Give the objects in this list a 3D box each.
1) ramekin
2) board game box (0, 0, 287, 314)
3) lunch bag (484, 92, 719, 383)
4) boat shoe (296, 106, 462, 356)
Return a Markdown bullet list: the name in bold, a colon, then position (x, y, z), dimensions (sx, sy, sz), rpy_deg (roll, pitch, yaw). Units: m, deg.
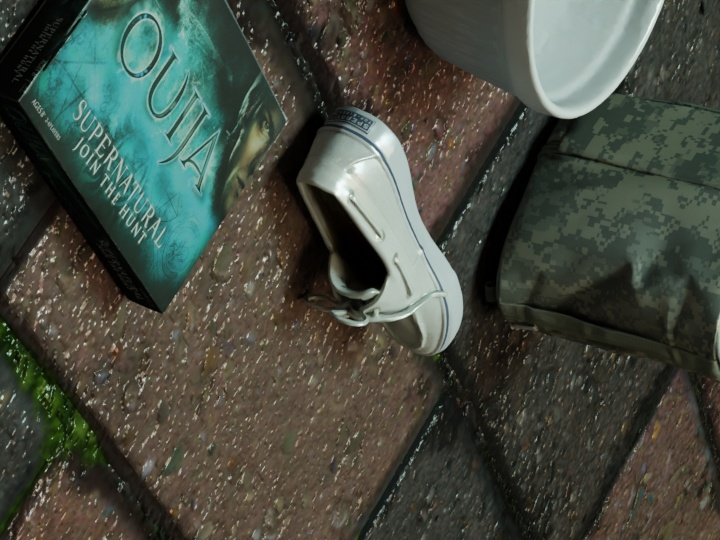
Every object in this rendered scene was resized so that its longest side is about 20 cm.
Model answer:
- **ramekin**: position (0.109, -0.203, 1.403), dimensions (0.200, 0.104, 0.202), rpy_deg (-39, 140, -44)
- **board game box**: position (-0.108, -0.085, 1.172), dimensions (0.136, 0.028, 0.200), rpy_deg (-58, 150, -19)
- **lunch bag**: position (0.204, -0.017, 1.607), dimensions (0.168, 0.199, 0.140), rpy_deg (-59, 148, -26)
- **boat shoe**: position (0.004, 0.001, 1.384), dimensions (0.086, 0.074, 0.203), rpy_deg (-54, 147, -27)
